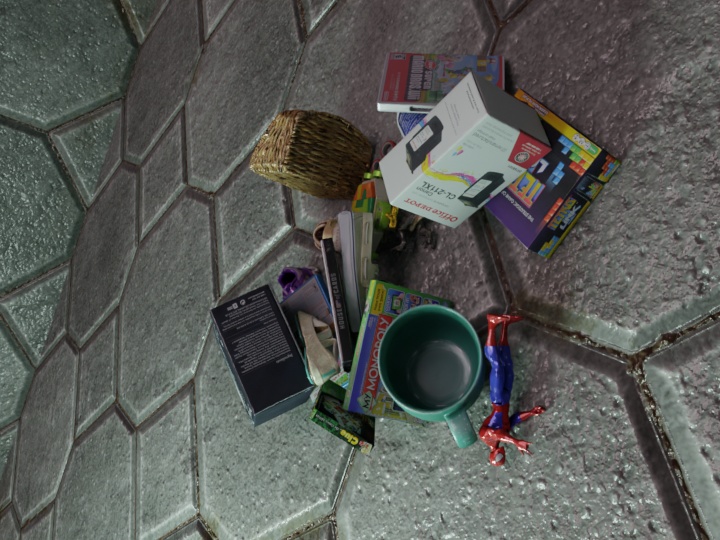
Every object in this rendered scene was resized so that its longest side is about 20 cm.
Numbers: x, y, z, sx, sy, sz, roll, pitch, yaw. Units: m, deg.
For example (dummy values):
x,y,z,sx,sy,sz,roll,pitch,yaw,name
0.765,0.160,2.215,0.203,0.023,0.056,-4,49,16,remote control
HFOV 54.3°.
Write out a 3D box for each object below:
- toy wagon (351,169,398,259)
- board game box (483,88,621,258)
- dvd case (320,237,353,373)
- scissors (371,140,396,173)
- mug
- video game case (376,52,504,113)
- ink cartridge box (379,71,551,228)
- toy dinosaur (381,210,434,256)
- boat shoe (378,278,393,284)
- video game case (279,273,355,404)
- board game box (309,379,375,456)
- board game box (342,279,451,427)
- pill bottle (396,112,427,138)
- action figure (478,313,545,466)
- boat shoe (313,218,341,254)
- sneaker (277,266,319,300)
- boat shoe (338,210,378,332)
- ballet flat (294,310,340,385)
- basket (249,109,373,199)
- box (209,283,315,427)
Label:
x,y,z,sx,sy,sz,roll,pitch,yaw,name
0.021,-0.100,1.255,0.200,0.039,0.158,-168,86,-76,toy wagon
0.251,-0.145,1.022,0.166,0.056,0.201,-56,40,19,board game box
-0.036,0.063,1.181,0.150,0.024,0.204,84,175,-76,dvd case
0.085,-0.190,1.288,0.199,0.014,0.074,31,99,51,scissors
0.105,0.155,1.016,0.149,0.115,0.188,5,72,16,mug
0.131,-0.300,1.125,0.018,0.196,0.145,86,-169,-49,video game case
0.145,-0.162,1.001,0.200,0.144,0.084,-41,49,36,ink cartridge box
0.091,-0.074,1.209,0.198,0.047,0.090,-24,52,41,toy dinosaur
0.039,0.065,1.203,0.202,0.060,0.073,44,111,50,boat shoe
-0.080,0.129,1.300,0.143,0.018,0.203,-36,74,37,video game case
-0.024,0.224,1.103,0.024,0.104,0.200,-60,0,5,board game box
0.058,0.130,1.095,0.029,0.132,0.204,175,109,-71,board game box
0.126,-0.241,1.166,0.120,0.118,0.202,-47,43,29,pill bottle
0.209,0.165,0.938,0.098,0.065,0.204,7,92,44,action figure
-0.054,-0.067,1.311,0.200,0.068,0.075,-173,87,-80,boat shoe
-0.109,0.063,1.371,0.081,0.088,0.201,-52,43,22,sneaker
0.000,0.000,1.168,0.072,0.061,0.204,-149,54,-89,boat shoe
-0.070,0.127,1.214,0.061,0.068,0.201,-22,32,0,ballet flat
-0.095,-0.232,1.375,0.148,0.198,0.145,11,85,53,basket
-0.179,0.160,1.277,0.199,0.122,0.200,62,164,13,box
